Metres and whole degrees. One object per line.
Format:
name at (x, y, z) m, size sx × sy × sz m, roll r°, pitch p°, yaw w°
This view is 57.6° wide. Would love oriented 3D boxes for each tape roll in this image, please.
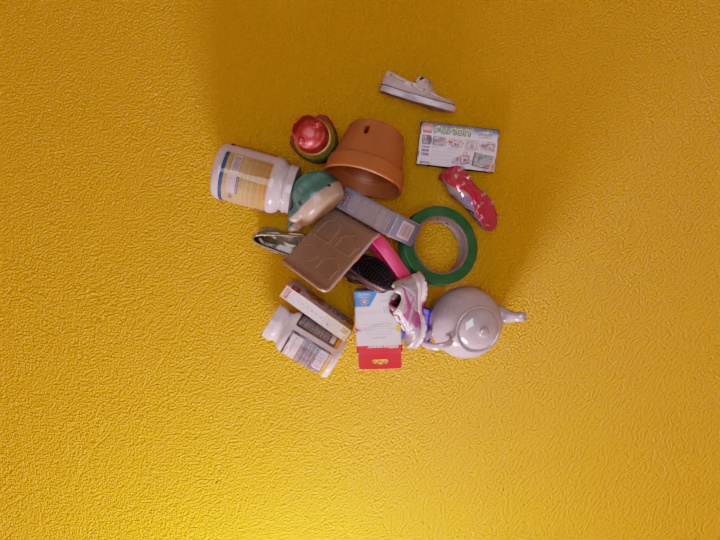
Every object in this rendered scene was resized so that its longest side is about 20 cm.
tape roll at (0.195, -0.061, 1.650) m, size 0.200 × 0.048 × 0.201 m, roll 3°, pitch 81°, yaw -16°

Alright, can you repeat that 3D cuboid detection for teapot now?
teapot at (0.273, 0.138, 1.631) m, size 0.197 × 0.146 × 0.200 m, roll 30°, pitch 93°, yaw -18°

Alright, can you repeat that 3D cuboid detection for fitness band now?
fitness band at (0.075, -0.022, 1.640) m, size 0.037 × 0.144 × 0.200 m, roll -38°, pitch 103°, yaw -2°

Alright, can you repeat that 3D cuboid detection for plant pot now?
plant pot at (0.023, -0.278, 1.612) m, size 0.200 × 0.200 × 0.140 m, roll 17°, pitch 78°, yaw 0°

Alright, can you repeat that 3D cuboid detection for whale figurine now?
whale figurine at (-0.129, -0.172, 1.618) m, size 0.159 × 0.200 × 0.104 m, roll -36°, pitch 88°, yaw -37°

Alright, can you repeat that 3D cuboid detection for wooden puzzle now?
wooden puzzle at (-0.070, -0.047, 1.596) m, size 0.200 × 0.185 × 0.046 m, roll -46°, pitch 137°, yaw -12°

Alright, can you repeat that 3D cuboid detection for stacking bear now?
stacking bear at (-0.116, -0.325, 1.593) m, size 0.121 × 0.200 × 0.114 m, roll -37°, pitch 90°, yaw 4°

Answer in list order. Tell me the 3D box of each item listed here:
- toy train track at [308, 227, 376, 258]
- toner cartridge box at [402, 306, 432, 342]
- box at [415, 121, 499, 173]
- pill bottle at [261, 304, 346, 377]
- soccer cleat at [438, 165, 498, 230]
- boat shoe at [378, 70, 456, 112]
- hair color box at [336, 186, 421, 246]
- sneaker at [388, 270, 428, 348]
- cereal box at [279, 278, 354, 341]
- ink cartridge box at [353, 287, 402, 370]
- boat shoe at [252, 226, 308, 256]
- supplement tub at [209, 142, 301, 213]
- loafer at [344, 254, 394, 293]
toy train track at (-0.041, -0.060, 1.693) m, size 0.200 × 0.033 × 0.115 m, roll 26°, pitch 109°, yaw 11°
toner cartridge box at (0.096, 0.121, 1.708) m, size 0.200 × 0.043 × 0.095 m, roll 19°, pitch 95°, yaw 0°
box at (0.247, -0.313, 1.668) m, size 0.200 × 0.035 × 0.110 m, roll 7°, pitch 95°, yaw 1°
pill bottle at (-0.145, 0.179, 1.685) m, size 0.200 × 0.116 × 0.116 m, roll 32°, pitch 95°, yaw 0°
soccer cleat at (0.277, -0.183, 1.672) m, size 0.200 × 0.076 × 0.067 m, roll 49°, pitch 65°, yaw -18°
boat shoe at (0.150, -0.453, 1.645) m, size 0.200 × 0.071 × 0.070 m, roll 19°, pitch 98°, yaw 7°
hair color box at (0.043, -0.133, 1.605) m, size 0.200 × 0.099 × 0.061 m, roll 33°, pitch 98°, yaw 42°
sneaker at (0.109, 0.098, 1.581) m, size 0.088 × 0.081 × 0.200 m, roll -6°, pitch 111°, yaw -11°
cereal box at (-0.107, 0.098, 1.662) m, size 0.200 × 0.144 × 0.040 m, roll 36°, pitch 95°, yaw -2°
ink cartridge box at (0.046, 0.145, 1.656) m, size 0.116 × 0.067 × 0.200 m, roll -2°, pitch 96°, yaw 3°
boat shoe at (-0.176, -0.064, 1.678) m, size 0.200 × 0.063 × 0.073 m, roll 17°, pitch 105°, yaw 6°
supplement tub at (-0.260, -0.226, 1.637) m, size 0.200 × 0.145 × 0.145 m, roll 15°, pitch 95°, yaw 1°
loafer at (0.000, 0.000, 1.638) m, size 0.200 × 0.071 × 0.073 m, roll 32°, pitch 59°, yaw 23°
